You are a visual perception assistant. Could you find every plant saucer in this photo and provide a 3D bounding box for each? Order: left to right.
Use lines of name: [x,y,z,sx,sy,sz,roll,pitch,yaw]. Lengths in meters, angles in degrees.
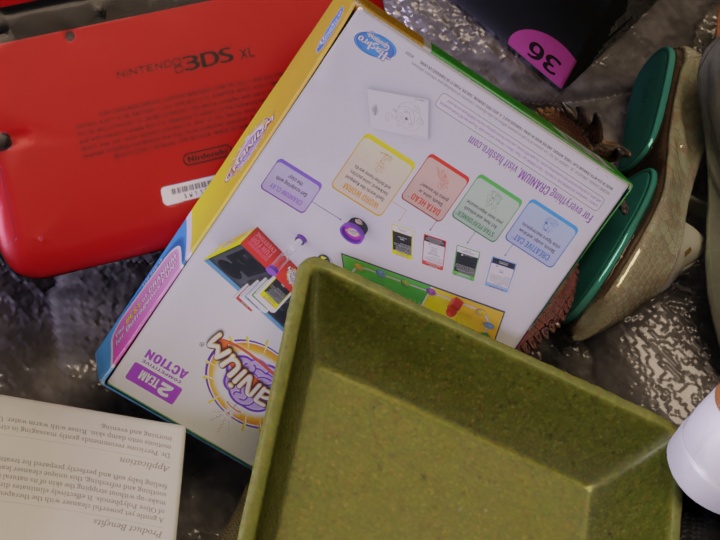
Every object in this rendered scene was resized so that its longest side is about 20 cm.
plant saucer: [0.036,0.119,0.929,0.199,0.048,0.200,25,50,-17]

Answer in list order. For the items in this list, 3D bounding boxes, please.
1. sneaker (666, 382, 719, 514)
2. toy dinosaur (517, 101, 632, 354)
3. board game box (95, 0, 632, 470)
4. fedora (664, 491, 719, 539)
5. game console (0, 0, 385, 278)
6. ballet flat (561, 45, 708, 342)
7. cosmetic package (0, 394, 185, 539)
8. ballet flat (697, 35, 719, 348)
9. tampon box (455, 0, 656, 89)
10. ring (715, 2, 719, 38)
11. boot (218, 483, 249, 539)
sneaker: [0.241,0.078,0.985,0.199,0.085,0.073,8,42,-24]
toy dinosaur: [0.074,-0.013,1.074,0.135,0.086,0.200,2,57,-6]
board game box: [0.000,0.000,0.982,0.153,0.200,0.040,32,9,-18]
fedora: [0.208,0.170,1.010,0.200,0.092,0.201,13,42,-12]
game console: [-0.097,-0.098,1.039,0.200,0.119,0.173,-14,95,-18]
ballet flat: [0.157,-0.035,1.143,0.062,0.067,0.200,33,55,-14]
cosmetic package: [-0.137,0.159,0.912,0.107,0.085,0.200,12,58,-11]
ballet flat: [0.206,-0.026,1.110,0.067,0.064,0.201,-6,86,-15]
tampon box: [0.115,-0.226,1.159,0.150,0.200,0.126,41,56,9]
ring: [0.273,-0.090,1.221,0.200,0.019,0.201,17,54,-24]
boot: [-0.019,0.195,0.937,0.155,0.073,0.200,25,54,-4]
